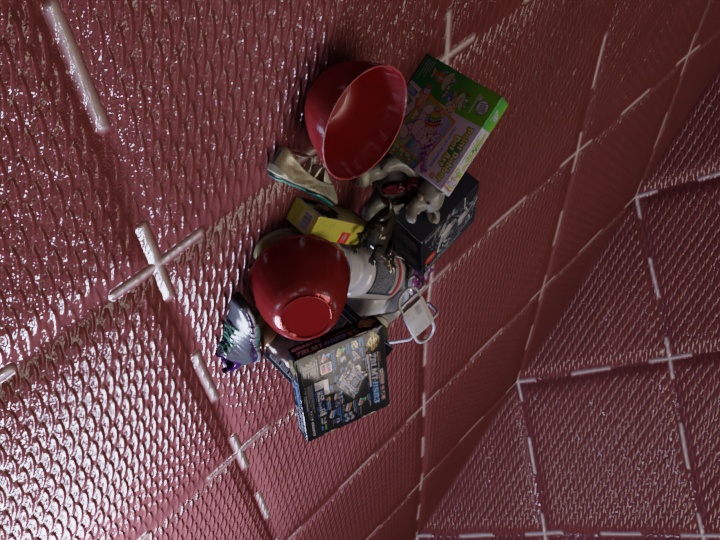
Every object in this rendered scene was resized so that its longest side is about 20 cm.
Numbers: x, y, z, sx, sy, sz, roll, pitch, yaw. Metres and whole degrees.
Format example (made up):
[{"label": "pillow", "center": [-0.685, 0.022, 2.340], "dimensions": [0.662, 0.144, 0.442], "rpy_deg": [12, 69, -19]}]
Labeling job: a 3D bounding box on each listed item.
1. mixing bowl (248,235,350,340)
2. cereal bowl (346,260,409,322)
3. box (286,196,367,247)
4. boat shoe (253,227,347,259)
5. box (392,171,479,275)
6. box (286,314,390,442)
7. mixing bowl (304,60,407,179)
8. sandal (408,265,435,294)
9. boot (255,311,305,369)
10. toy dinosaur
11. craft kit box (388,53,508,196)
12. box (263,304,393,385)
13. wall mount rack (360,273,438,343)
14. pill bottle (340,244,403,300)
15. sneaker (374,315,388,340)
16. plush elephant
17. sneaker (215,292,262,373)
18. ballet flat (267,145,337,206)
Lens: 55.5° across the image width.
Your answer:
[{"label": "mixing bowl", "center": [-0.106, 0.050, 1.251], "dimensions": [0.193, 0.110, 0.205], "rpy_deg": [-6, 126, -8]}, {"label": "cereal bowl", "center": [0.060, 0.064, 1.675], "dimensions": [0.198, 0.083, 0.203], "rpy_deg": [-36, 146, -28]}, {"label": "box", "center": [-0.055, -0.092, 1.341], "dimensions": [0.198, 0.075, 0.051], "rpy_deg": [7, 119, -59]}, {"label": "boat shoe", "center": [-0.112, -0.033, 1.312], "dimensions": [0.197, 0.063, 0.075], "rpy_deg": [2, 123, -43]}, {"label": "box", "center": [0.171, -0.122, 1.584], "dimensions": [0.200, 0.104, 0.183], "rpy_deg": [-45, 159, -12]}, {"label": "box", "center": [-0.039, 0.213, 1.348], "dimensions": [0.194, 0.050, 0.205], "rpy_deg": [-21, 123, -23]}, {"label": "mixing bowl", "center": [-0.023, -0.270, 1.153], "dimensions": [0.198, 0.108, 0.203], "rpy_deg": [-35, 147, -27]}, {"label": "sandal", "center": [0.164, -0.015, 1.705], "dimensions": [0.204, 0.048, 0.085], "rpy_deg": [-58, 143, -50]}, {"label": "boot", "center": [-0.108, 0.106, 1.395], "dimensions": [0.199, 0.167, 0.072], "rpy_deg": [-41, -167, 1]}, {"label": "toy dinosaur", "center": [0.037, -0.079, 1.363], "dimensions": [0.102, 0.075, 0.205], "rpy_deg": [-43, 145, -43]}, {"label": "craft kit box", "center": [0.148, -0.279, 1.304], "dimensions": [0.203, 0.196, 0.048], "rpy_deg": [-56, 151, 8]}, {"label": "box", "center": [-0.069, 0.175, 1.485], "dimensions": [0.202, 0.197, 0.123], "rpy_deg": [-52, 152, 2]}, {"label": "wall mount rack", "center": [0.096, 0.109, 1.613], "dimensions": [0.173, 0.074, 0.202], "rpy_deg": [-39, 136, -9]}, {"label": "pill bottle", "center": [0.000, 0.000, 1.476], "dimensions": [0.198, 0.119, 0.122], "rpy_deg": [8, 117, -58]}, {"label": "sneaker", "center": [-0.025, 0.175, 1.567], "dimensions": [0.195, 0.092, 0.067], "rpy_deg": [-20, 138, 18]}, {"label": "plush elephant", "center": [0.105, -0.160, 1.414], "dimensions": [0.198, 0.154, 0.167], "rpy_deg": [-37, 148, -24]}, {"label": "sneaker", "center": [-0.241, 0.131, 1.318], "dimensions": [0.086, 0.074, 0.203], "rpy_deg": [-29, 144, -23]}, {"label": "ballet flat", "center": [-0.089, -0.167, 1.219], "dimensions": [0.199, 0.066, 0.064], "rpy_deg": [19, 98, -61]}]
